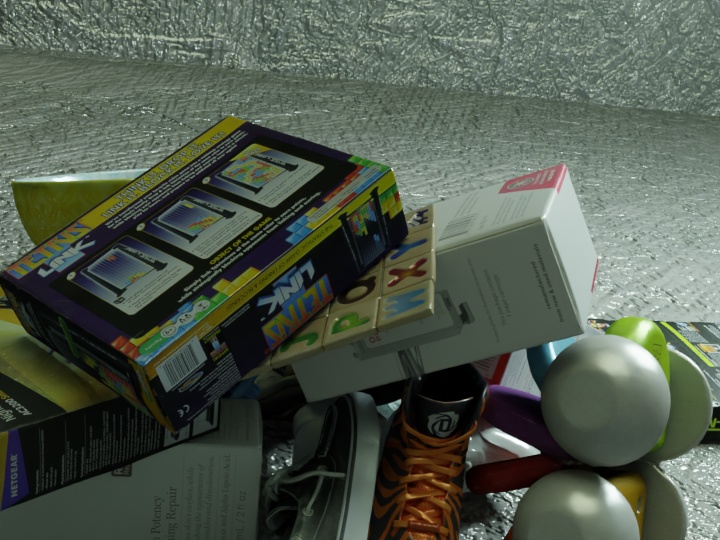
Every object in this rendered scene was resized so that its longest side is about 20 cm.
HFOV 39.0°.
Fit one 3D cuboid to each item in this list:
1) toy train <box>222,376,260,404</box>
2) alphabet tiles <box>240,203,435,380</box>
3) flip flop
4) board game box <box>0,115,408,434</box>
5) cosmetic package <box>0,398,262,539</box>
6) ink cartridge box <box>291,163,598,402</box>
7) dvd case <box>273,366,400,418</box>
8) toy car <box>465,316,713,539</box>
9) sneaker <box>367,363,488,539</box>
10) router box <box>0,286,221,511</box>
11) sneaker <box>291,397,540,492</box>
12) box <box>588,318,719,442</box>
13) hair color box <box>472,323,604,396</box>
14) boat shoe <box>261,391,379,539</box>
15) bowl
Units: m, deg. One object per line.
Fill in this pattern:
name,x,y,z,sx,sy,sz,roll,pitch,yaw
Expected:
toy train,-0.113,0.066,0.803,0.087,0.200,0.114,35,57,-2
alphabet tiles,-0.028,0.000,0.665,0.167,0.008,0.200,-20,26,15
flip flop,-0.023,0.082,0.836,0.081,0.058,0.200,20,-30,-38
board game box,-0.097,-0.010,0.634,0.165,0.057,0.200,22,52,42
cosmetic package,-0.168,0.142,0.693,0.199,0.102,0.074,2,20,-8
ink cartridge box,0.054,0.006,0.710,0.199,0.083,0.147,-17,14,22
dvd case,0.012,0.084,0.938,0.200,0.022,0.146,28,38,24
toy car,0.148,0.125,0.712,0.150,0.201,0.175,12,1,34
sneaker,0.039,0.137,0.679,0.077,0.112,0.200,9,45,-3
router box,-0.213,0.067,0.664,0.200,0.052,0.157,22,25,38
sneaker,0.043,0.159,0.790,0.199,0.075,0.100,5,37,-1
box,0.331,0.108,1.038,0.192,0.048,0.200,0,21,-11
hair color box,0.145,0.079,0.866,0.061,0.102,0.200,20,-3,37
boat shoe,-0.033,0.156,0.669,0.068,0.074,0.200,17,48,-7
bowl,-0.170,-0.025,0.809,0.199,0.108,0.200,-3,8,0
